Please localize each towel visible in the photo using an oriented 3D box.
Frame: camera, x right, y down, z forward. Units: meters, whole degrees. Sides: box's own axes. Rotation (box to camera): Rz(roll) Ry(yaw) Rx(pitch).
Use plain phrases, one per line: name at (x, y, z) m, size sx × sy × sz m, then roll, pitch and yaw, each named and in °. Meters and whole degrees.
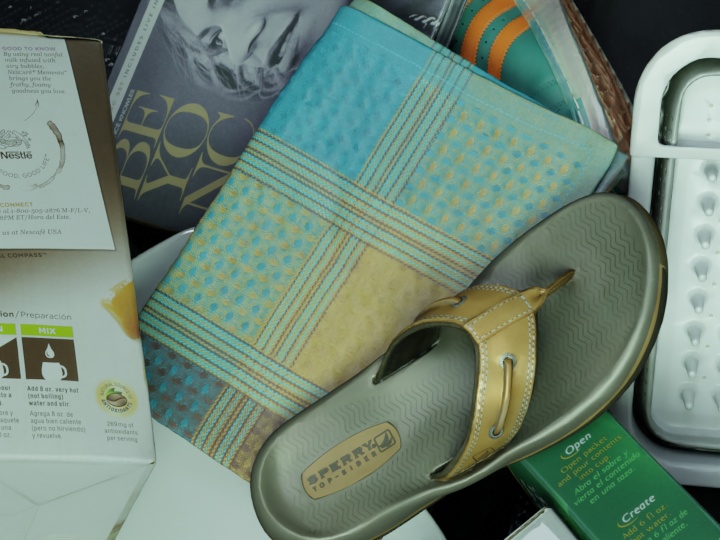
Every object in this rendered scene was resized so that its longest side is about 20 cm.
towel at (0.000, 0.000, 1.075) m, size 0.146 × 0.022 × 0.201 m, roll 32°, pitch 87°, yaw 18°

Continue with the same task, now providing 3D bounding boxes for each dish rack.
dish rack at (0.195, -0.004, 1.092) m, size 0.170 × 0.044 × 0.202 m, roll 4°, pitch 108°, yaw 2°

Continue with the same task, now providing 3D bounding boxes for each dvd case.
dvd case at (-0.048, -0.082, 1.172) m, size 0.199 × 0.016 × 0.150 m, roll 18°, pitch 83°, yaw 46°

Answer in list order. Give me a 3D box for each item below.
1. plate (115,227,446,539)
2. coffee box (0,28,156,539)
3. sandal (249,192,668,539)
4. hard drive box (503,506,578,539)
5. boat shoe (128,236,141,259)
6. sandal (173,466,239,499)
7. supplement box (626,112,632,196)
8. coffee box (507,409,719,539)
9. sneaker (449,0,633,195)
plate at (-0.095, 0.102, 1.082) m, size 0.199 × 0.032 × 0.200 m, roll -31°, pitch 63°, yaw -16°
coffee box at (-0.143, 0.014, 1.040) m, size 0.079 × 0.115 × 0.201 m, roll 3°, pitch 58°, yaw -22°
sandal at (0.036, 0.041, 1.014) m, size 0.199 × 0.055 × 0.082 m, roll -32°, pitch 65°, yaw 8°
hard drive box at (0.117, 0.210, 1.011) m, size 0.077 × 0.156 × 0.200 m, roll -38°, pitch 64°, yaw -5°
boat shoe at (-0.135, 0.009, 1.186) m, size 0.074 × 0.063 × 0.201 m, roll -38°, pitch 56°, yaw -16°
sandal at (-0.099, 0.134, 1.143) m, size 0.199 × 0.079 × 0.088 m, roll -23°, pitch 105°, yaw -10°
supplement box at (0.097, -0.021, 1.159) m, size 0.198 × 0.069 × 0.067 m, roll -10°, pitch 45°, yaw 6°
coffee box at (0.124, 0.122, 1.027) m, size 0.044 × 0.123 × 0.200 m, roll -38°, pitch 39°, yaw -3°
sneaker at (0.064, -0.093, 1.153) m, size 0.080 × 0.071 × 0.201 m, roll -34°, pitch 47°, yaw 12°
